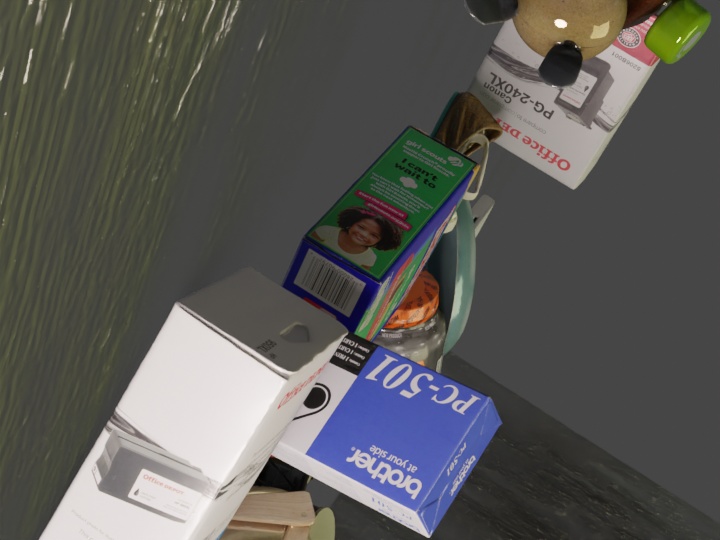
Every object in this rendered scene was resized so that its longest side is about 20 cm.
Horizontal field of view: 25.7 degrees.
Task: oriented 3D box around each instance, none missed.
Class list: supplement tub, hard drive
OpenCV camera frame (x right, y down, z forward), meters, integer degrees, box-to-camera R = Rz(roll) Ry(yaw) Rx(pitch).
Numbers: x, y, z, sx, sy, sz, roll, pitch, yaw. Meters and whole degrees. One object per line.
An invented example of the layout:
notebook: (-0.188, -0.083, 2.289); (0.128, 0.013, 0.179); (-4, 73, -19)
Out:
supplement tub: (0.017, 0.096, 1.526); (0.123, 0.122, 0.200); (-49, 150, -54)
hard drive: (0.142, -0.015, 2.495); (0.132, 0.027, 0.200); (-51, 171, -44)

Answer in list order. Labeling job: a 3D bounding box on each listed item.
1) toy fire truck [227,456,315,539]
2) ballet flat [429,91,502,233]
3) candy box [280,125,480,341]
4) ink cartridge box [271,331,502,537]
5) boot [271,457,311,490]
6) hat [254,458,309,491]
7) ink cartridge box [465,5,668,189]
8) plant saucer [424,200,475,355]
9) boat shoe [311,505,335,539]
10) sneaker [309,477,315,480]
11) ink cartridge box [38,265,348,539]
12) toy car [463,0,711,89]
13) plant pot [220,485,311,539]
toy fire truck: (-0.086, 0.175, 1.180); (0.200, 0.141, 0.049); (-52, 172, -39)
ballet flat: (0.069, -0.079, 1.443); (0.200, 0.072, 0.068); (-54, 173, -29)
candy box: (0.000, 0.000, 1.280); (0.200, 0.077, 0.169); (-52, 171, -49)
ink cartridge box: (-0.015, 0.092, 1.064); (0.094, 0.200, 0.044); (-55, 149, -19)
boot: (-0.074, 0.202, 1.713); (0.155, 0.072, 0.200); (-52, 177, -35)
hat: (-0.115, 0.227, 1.491); (0.201, 0.081, 0.201); (-57, -170, 16)
ink cartridge box: (0.203, -0.200, 1.531); (0.200, 0.145, 0.083); (-62, 173, 32)
plant saucer: (0.082, -0.007, 1.585); (0.200, 0.027, 0.200); (-179, -90, -77)
boat shoe: (-0.088, 0.313, 1.514); (0.071, 0.063, 0.200); (45, 65, -49)
sneaker: (-0.030, 0.162, 1.909); (0.200, 0.075, 0.116); (-50, -174, 45)
ink cartridge box: (-0.104, 0.108, 0.974); (0.200, 0.084, 0.145); (-58, 174, 15)
toy car: (0.175, -0.226, 1.241); (0.200, 0.164, 0.158); (-38, 164, -33)
plant pot: (-0.087, 0.305, 1.244); (0.200, 0.184, 0.201); (-22, 141, -19)
